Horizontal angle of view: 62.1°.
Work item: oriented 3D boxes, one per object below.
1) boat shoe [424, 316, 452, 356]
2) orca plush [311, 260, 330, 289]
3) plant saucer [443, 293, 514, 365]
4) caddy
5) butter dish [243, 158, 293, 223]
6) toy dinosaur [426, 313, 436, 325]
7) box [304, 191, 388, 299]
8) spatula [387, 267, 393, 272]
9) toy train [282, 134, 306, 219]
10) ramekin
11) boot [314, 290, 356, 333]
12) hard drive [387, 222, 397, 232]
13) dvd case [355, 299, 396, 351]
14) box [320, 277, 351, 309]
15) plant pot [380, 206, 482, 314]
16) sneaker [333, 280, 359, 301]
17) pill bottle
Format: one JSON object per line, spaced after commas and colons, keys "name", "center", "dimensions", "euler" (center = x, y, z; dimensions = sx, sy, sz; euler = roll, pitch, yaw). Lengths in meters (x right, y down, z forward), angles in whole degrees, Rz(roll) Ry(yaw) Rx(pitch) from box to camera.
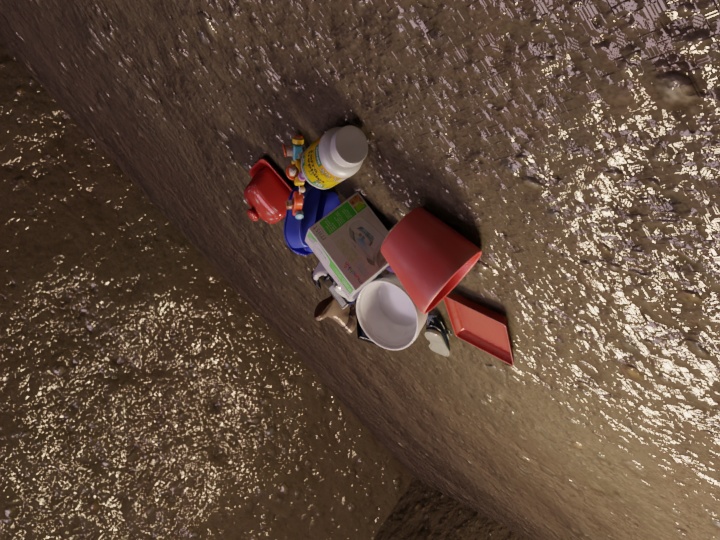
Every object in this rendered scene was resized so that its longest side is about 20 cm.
{"name": "boat shoe", "center": [0.240, 0.204, 1.834], "dimensions": [0.073, 0.063, 0.201], "euler": [9, 154, 28]}
{"name": "orca plush", "center": [-0.082, -0.004, 1.759], "dimensions": [0.069, 0.108, 0.201], "euler": [7, 142, -22]}
{"name": "plant saucer", "center": [0.326, 0.151, 1.610], "dimensions": [0.197, 0.037, 0.202], "euler": [27, 155, 37]}
{"name": "caddy", "center": [-0.138, -0.144, 1.653], "dimensions": [0.139, 0.207, 0.104], "euler": [12, 178, -40]}
{"name": "butter dish", "center": [-0.294, -0.216, 1.854], "dimensions": [0.200, 0.149, 0.199], "euler": [46, 159, -15]}
{"name": "toy dinosaur", "center": [0.151, 0.096, 1.781], "dimensions": [0.182, 0.102, 0.206], "euler": [47, 140, 50]}
{"name": "box", "center": [-0.020, -0.064, 1.565], "dimensions": [0.202, 0.175, 0.097], "euler": [52, 159, 5]}
{"name": "spatula", "center": [0.146, 0.043, 1.746], "dimensions": [0.199, 0.021, 0.056], "euler": [43, 158, -3]}
{"name": "toy train", "center": [-0.173, -0.244, 1.529], "dimensions": [0.054, 0.206, 0.151], "euler": [-1, 155, -13]}
{"name": "ramekin", "center": [0.095, 0.103, 1.640], "dimensions": [0.195, 0.104, 0.206], "euler": [15, 118, 29]}
{"name": "boot", "center": [-0.068, 0.140, 1.908], "dimensions": [0.069, 0.202, 0.148], "euler": [-18, 116, 32]}
{"name": "hard drive", "center": [0.141, -0.033, 1.598], "dimensions": [0.200, 0.025, 0.132], "euler": [45, 160, -5]}
{"name": "dvd case", "center": [0.046, 0.127, 1.746], "dimensions": [0.140, 0.205, 0.018], "euler": [20, 137, -29]}
{"name": "box", "center": [-0.052, 0.051, 1.918], "dimensions": [0.122, 0.032, 0.199], "euler": [52, -160, 6]}
{"name": "plant pot", "center": [0.151, -0.033, 1.369], "dimensions": [0.177, 0.200, 0.201], "euler": [45, 161, 13]}
{"name": "sneaker", "center": [0.000, 0.000, 1.694], "dimensions": [0.079, 0.201, 0.071], "euler": [28, -159, -34]}
{"name": "pill bottle", "center": [-0.058, -0.263, 1.378], "dimensions": [0.113, 0.113, 0.199], "euler": [46, 160, -15]}
